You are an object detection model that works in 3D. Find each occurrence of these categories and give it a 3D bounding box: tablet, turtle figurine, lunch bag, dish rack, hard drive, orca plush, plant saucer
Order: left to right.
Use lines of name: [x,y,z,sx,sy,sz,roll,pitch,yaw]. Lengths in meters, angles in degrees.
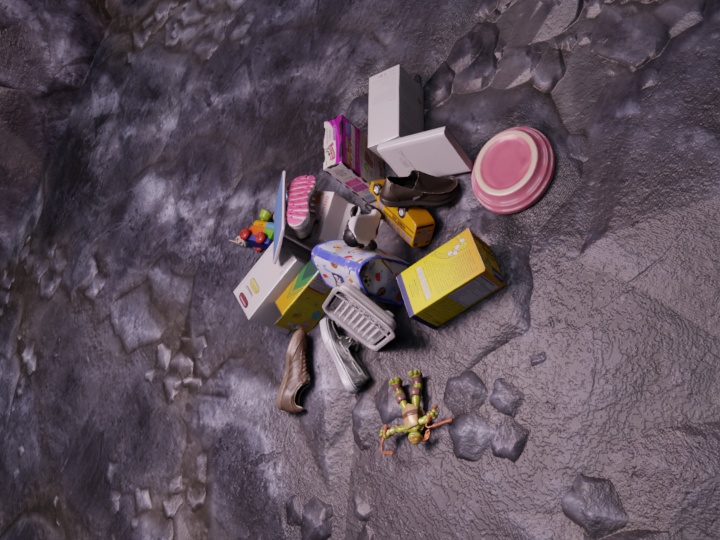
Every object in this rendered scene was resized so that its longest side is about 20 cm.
tablet: [-0.197,-0.131,1.638,0.132,0.013,0.204,112,160,-46]
orca plush: [-0.009,-0.097,1.531,0.070,0.106,0.202,-26,25,26]
lunch bag: [0.000,0.000,1.546,0.167,0.198,0.127,20,91,40]
dish rack: [0.001,0.099,1.507,0.170,0.200,0.044,38,66,0]
turtle figurine: [0.118,0.302,1.429,0.198,0.064,0.165,-34,47,34]
hard drive: [0.150,-0.267,1.566,0.196,0.132,0.027,-5,53,42]
plant saucer: [0.329,-0.228,1.475,0.197,0.050,0.206,-16,63,33]

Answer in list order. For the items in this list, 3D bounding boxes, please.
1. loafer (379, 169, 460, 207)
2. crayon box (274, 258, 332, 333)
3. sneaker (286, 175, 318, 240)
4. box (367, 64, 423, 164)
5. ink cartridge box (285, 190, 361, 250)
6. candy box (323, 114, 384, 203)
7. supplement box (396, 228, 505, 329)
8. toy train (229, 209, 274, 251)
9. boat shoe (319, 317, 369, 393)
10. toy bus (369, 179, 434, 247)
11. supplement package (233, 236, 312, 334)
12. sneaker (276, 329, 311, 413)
loafer: [0.140,-0.193,1.538,0.194,0.073,0.074,-10,42,-11]
crayon box: [-0.125,0.064,1.672,0.201,0.126,0.051,-49,50,12]
sneaker: [-0.140,-0.152,1.639,0.071,0.089,0.203,-7,44,8]
box: [0.090,-0.384,1.676,0.095,0.123,0.206,-13,65,33]
ink cartridge box: [-0.101,-0.126,1.728,0.196,0.124,0.132,9,78,40]
candy box: [-0.014,-0.275,1.666,0.060,0.199,0.140,-15,62,31]
supplement box: [0.194,0.022,1.447,0.198,0.108,0.112,-34,55,23]
toy train: [-0.294,-0.123,1.915,0.197,0.085,0.118,13,71,41]
boat shoe: [-0.033,0.193,1.597,0.070,0.072,0.203,-33,65,12]
toy bus: [0.095,-0.144,1.605,0.200,0.064,0.080,46,137,40]
supplement package: [-0.199,0.039,1.721,0.201,0.155,0.111,-50,50,11]
sneaker: [-0.150,0.254,1.672,0.073,0.070,0.206,10,82,20]
